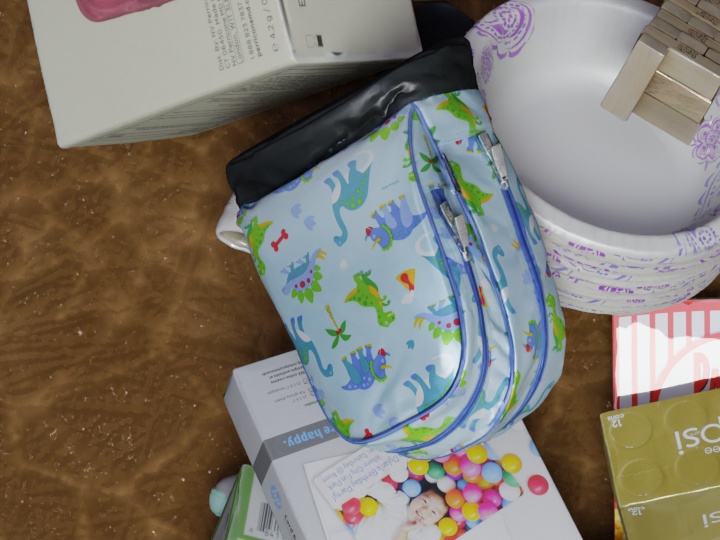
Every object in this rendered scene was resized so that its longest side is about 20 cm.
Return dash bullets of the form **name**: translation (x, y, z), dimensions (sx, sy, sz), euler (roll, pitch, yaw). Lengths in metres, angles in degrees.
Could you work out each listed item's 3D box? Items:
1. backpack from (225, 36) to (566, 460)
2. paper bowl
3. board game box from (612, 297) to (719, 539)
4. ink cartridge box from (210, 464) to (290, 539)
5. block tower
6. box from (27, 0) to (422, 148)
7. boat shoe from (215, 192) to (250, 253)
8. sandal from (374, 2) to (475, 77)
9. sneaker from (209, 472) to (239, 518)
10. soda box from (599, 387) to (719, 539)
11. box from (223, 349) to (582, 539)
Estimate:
- **backpack**: translation (0.024, 0.002, 1.047), dimensions (0.162, 0.154, 0.201), euler (-25, 96, 29)
- **paper bowl**: translation (0.136, -0.062, 1.158), dimensions (0.199, 0.105, 0.202), euler (8, 54, -11)
- **board game box**: translation (0.231, 0.116, 1.205), dimensions (0.150, 0.046, 0.202), euler (-1, 91, 8)
- **ink cartridge box**: translation (-0.049, 0.205, 1.204), dimensions (0.103, 0.201, 0.060), euler (15, 51, -6)
- **block tower**: translation (0.205, -0.150, 1.140), dimensions (0.058, 0.200, 0.054), euler (31, 134, 7)
- **box**: translation (-0.084, -0.152, 1.164), dimensions (0.199, 0.127, 0.110), euler (-14, 88, 38)
- **boat shoe**: translation (0.000, 0.000, 1.157), dimensions (0.199, 0.071, 0.070), euler (25, 70, 29)
- **sandal**: translation (0.012, -0.076, 1.227), dimensions (0.076, 0.043, 0.202), euler (21, 91, 24)
- **sneaker**: translation (0.000, 0.091, 1.230), dimensions (0.198, 0.078, 0.141), euler (-5, 85, 4)
- **soda box**: translation (0.244, 0.107, 1.135), dimensions (0.198, 0.064, 0.068), euler (-13, 50, 8)
- **box**: translation (0.029, 0.128, 1.125), dimensions (0.155, 0.041, 0.201), euler (-16, 66, -21)
